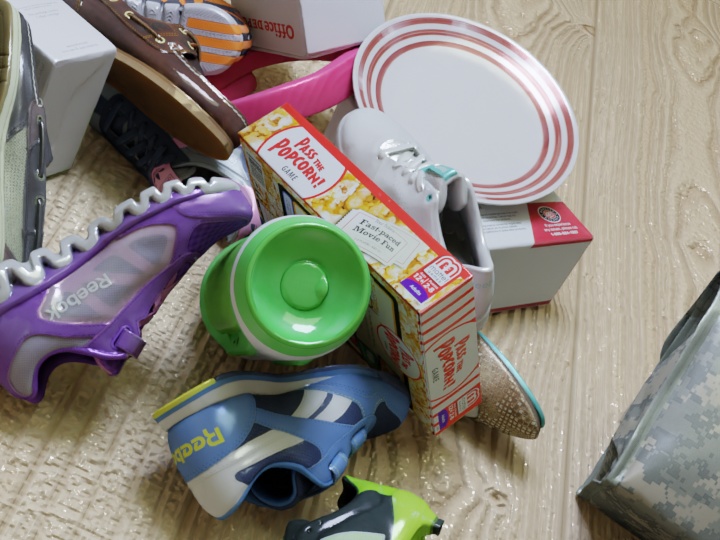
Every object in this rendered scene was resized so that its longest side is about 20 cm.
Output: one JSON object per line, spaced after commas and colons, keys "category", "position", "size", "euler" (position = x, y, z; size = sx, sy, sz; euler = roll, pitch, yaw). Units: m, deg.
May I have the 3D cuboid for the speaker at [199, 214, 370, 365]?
{"category": "speaker", "position": [-0.052, 0.015, 0.846], "size": [0.088, 0.089, 0.200], "euler": [22, -8, -11]}

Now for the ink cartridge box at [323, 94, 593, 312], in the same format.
{"category": "ink cartridge box", "position": [0.074, -0.062, 1.128], "size": [0.144, 0.084, 0.200], "euler": [-6, 48, -39]}

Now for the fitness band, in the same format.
{"category": "fitness band", "position": [-0.065, -0.160, 1.123], "size": [0.143, 0.037, 0.200], "euler": [-4, 23, 26]}

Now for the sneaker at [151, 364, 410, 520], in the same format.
{"category": "sneaker", "position": [-0.039, 0.108, 0.842], "size": [0.200, 0.074, 0.082], "euler": [-2, 61, -47]}

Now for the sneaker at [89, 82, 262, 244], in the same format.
{"category": "sneaker", "position": [-0.146, -0.091, 1.019], "size": [0.200, 0.070, 0.082], "euler": [31, 32, 6]}

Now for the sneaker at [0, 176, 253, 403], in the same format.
{"category": "sneaker", "position": [-0.149, 0.015, 0.818], "size": [0.200, 0.080, 0.089], "euler": [-29, 79, -10]}

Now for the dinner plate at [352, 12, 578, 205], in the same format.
{"category": "dinner plate", "position": [0.085, -0.130, 1.098], "size": [0.200, 0.024, 0.200], "euler": [11, 55, -16]}

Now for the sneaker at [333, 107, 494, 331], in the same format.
{"category": "sneaker", "position": [0.047, -0.055, 0.963], "size": [0.075, 0.089, 0.200], "euler": [-18, 61, -23]}

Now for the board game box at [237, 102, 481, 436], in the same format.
{"category": "board game box", "position": [0.000, 0.000, 0.920], "size": [0.046, 0.152, 0.200], "euler": [-34, 57, -17]}

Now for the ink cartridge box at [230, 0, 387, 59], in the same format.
{"category": "ink cartridge box", "position": [-0.057, -0.289, 1.130], "size": [0.084, 0.200, 0.146], "euler": [-18, 22, -25]}

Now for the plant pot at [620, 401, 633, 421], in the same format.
{"category": "plant pot", "position": [0.364, 0.082, 1.073], "size": [0.200, 0.177, 0.200], "euler": [38, 34, 12]}

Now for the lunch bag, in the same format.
{"category": "lunch bag", "position": [0.275, 0.117, 0.946], "size": [0.164, 0.118, 0.200], "euler": [34, 77, 6]}

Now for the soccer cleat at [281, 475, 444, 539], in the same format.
{"category": "soccer cleat", "position": [-0.021, 0.188, 0.768], "size": [0.081, 0.068, 0.200], "euler": [20, 30, 17]}

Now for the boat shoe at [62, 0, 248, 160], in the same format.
{"category": "boat shoe", "position": [-0.155, -0.159, 0.989], "size": [0.200, 0.070, 0.070], "euler": [37, 69, 15]}

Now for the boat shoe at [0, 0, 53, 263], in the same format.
{"category": "boat shoe", "position": [-0.236, -0.076, 0.878], "size": [0.066, 0.072, 0.201], "euler": [25, 59, -53]}

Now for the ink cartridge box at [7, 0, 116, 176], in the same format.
{"category": "ink cartridge box", "position": [-0.282, -0.169, 0.977], "size": [0.200, 0.117, 0.067], "euler": [41, 35, 16]}

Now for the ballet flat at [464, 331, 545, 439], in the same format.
{"category": "ballet flat", "position": [0.057, 0.058, 0.996], "size": [0.065, 0.071, 0.200], "euler": [-24, 54, -18]}

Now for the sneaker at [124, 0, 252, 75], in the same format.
{"category": "sneaker", "position": [-0.190, -0.210, 1.149], "size": [0.200, 0.078, 0.112], "euler": [16, 14, 1]}
